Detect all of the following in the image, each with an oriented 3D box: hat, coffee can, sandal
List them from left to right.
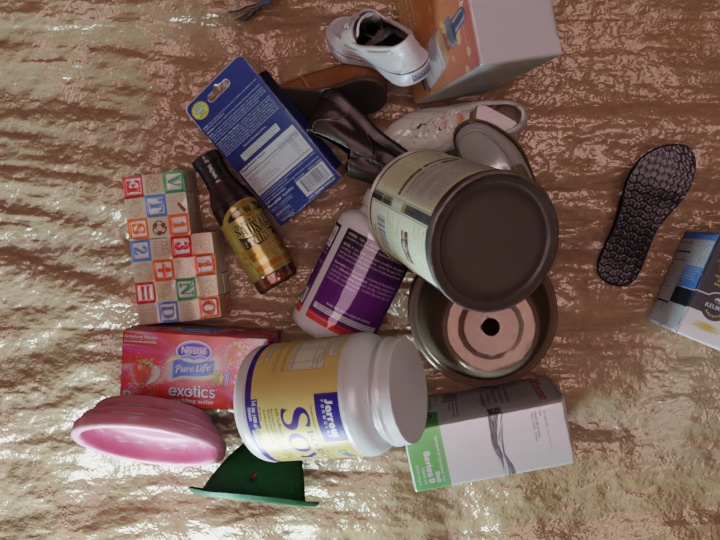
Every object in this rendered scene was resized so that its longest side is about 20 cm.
[{"bbox_3d":[-0.120,0.220,1.074,0.199,0.165,0.177,19,71,-39],"label":"hat"},{"bbox_3d":[0.106,-0.053,0.889,0.146,0.200,0.147,-5,106,-17],"label":"coffee can"},{"bbox_3d":[0.367,-0.075,1.042,0.075,0.045,0.201,25,110,8],"label":"sandal"}]

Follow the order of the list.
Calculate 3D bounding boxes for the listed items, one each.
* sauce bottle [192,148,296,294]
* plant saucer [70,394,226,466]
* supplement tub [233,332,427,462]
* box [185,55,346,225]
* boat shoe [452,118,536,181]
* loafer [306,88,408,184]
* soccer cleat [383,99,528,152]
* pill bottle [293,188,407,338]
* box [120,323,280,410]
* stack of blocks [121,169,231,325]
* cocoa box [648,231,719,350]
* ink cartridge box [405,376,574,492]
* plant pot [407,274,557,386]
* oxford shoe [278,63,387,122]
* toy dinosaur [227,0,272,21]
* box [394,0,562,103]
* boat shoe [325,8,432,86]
[{"bbox_3d":[-0.160,-0.067,1.071,0.066,0.066,0.201,-32,92,6],"label":"sauce bottle"},{"bbox_3d":[-0.275,0.211,1.051,0.199,0.201,0.051,2,62,5],"label":"plant saucer"},{"bbox_3d":[-0.033,0.151,0.950,0.199,0.145,0.146,-9,93,24],"label":"supplement tub"},{"bbox_3d":[-0.125,-0.171,1.045,0.121,0.032,0.200,-35,101,29],"label":"box"},{"bbox_3d":[0.186,-0.102,1.001,0.075,0.069,0.200,-31,113,28],"label":"boat shoe"},{"bbox_3d":[0.012,-0.138,1.005,0.200,0.073,0.071,42,86,-2],"label":"loafer"},{"bbox_3d":[0.118,-0.186,1.033,0.199,0.078,0.070,-12,93,6],"label":"soccer cleat"},{"bbox_3d":[0.000,0.000,1.038,0.112,0.112,0.201,27,96,3],"label":"pill bottle"},{"bbox_3d":[-0.213,0.127,1.073,0.199,0.095,0.100,3,93,5],"label":"box"},{"bbox_3d":[-0.248,-0.033,1.084,0.114,0.059,0.201,-6,93,5],"label":"stack of blocks"},{"bbox_3d":[0.490,0.046,0.988,0.199,0.133,0.132,22,95,3],"label":"cocoa box"},{"bbox_3d":[0.160,0.205,1.021,0.199,0.146,0.085,-12,93,6],"label":"ink cartridge box"},{"bbox_3d":[0.156,0.057,0.999,0.199,0.175,0.202,0,93,5],"label":"plant pot"},{"bbox_3d":[-0.056,-0.234,1.058,0.199,0.072,0.072,-6,137,16],"label":"oxford shoe"},{"bbox_3d":[-0.114,-0.398,1.000,0.181,0.199,0.105,-33,105,-37],"label":"toy dinosaur"},{"bbox_3d":[0.132,-0.300,0.952,0.106,0.200,0.153,-12,93,-17],"label":"box"},{"bbox_3d":[0.015,-0.293,0.988,0.074,0.065,0.200,-44,45,-12],"label":"boat shoe"}]
